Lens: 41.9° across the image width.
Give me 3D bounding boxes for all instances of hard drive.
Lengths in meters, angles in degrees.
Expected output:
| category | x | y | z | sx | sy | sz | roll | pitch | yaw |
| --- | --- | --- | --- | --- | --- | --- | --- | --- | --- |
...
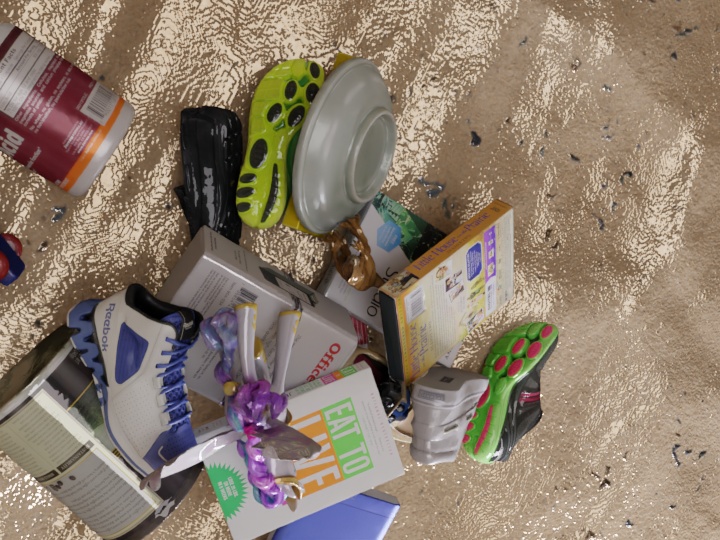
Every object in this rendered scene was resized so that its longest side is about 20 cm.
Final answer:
| category | x | y | z | sx | sy | sz | roll | pitch | yaw |
| --- | --- | --- | --- | --- | --- | --- | --- | --- | --- |
| hard drive | -0.053 | 0.347 | 1.145 | 0.131 | 0.025 | 0.201 | 22 | 103 | -21 |

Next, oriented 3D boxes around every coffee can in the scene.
| category | x | y | z | sx | sy | sz | roll | pitch | yaw |
| --- | --- | --- | --- | --- | --- | --- | --- | --- | --- |
| coffee can | -0.284 | 0.174 | 0.996 | 0.146 | 0.146 | 0.200 | -45 | 109 | -9 |

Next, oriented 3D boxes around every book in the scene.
| category | x | y | z | sx | sy | sz | roll | pitch | yaw |
| --- | --- | --- | --- | --- | --- | --- | --- | --- | --- |
| book | -0.066 | 0.194 | 1.017 | 0.199 | 0.048 | 0.134 | -21 | 108 | -12 |

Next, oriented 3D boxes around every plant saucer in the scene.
| category | x | y | z | sx | sy | sz | roll | pitch | yaw |
| --- | --- | --- | --- | --- | --- | --- | --- | --- | --- |
| plant saucer | -0.004 | -0.131 | 1.041 | 0.050 | 0.200 | 0.201 | 20 | 90 | 22 |

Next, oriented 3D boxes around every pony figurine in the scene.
| category | x | y | z | sx | sy | sz | roll | pitch | yaw |
| --- | --- | --- | --- | --- | --- | --- | --- | --- | --- |
| pony figurine | -0.103 | 0.136 | 0.894 | 0.166 | 0.193 | 0.201 | -9 | 80 | 19 |

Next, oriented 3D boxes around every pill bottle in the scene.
| category | x | y | z | sx | sy | sz | roll | pitch | yaw |
| --- | --- | --- | --- | --- | --- | --- | --- | --- | --- |
| pill bottle | -0.340 | -0.173 | 0.946 | 0.200 | 0.114 | 0.115 | 34 | 85 | -20 |

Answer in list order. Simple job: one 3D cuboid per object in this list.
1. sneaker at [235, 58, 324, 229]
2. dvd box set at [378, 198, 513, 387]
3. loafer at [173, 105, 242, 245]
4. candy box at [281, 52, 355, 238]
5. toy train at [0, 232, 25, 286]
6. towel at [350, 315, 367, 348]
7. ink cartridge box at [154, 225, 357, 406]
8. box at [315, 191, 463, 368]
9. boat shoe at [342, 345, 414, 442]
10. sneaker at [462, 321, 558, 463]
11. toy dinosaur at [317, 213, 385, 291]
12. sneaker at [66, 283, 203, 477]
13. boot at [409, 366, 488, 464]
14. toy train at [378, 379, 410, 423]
| category | x | y | z | sx | sy | sz | roll | pitch | yaw |
| --- | --- | --- | --- | --- | --- | --- | --- | --- | --- |
| sneaker | -0.095 | -0.144 | 1.060 | 0.074 | 0.084 | 0.201 | 18 | 86 | -1 |
| dvd box set | 0.105 | 0.026 | 1.090 | 0.200 | 0.029 | 0.147 | -37 | 138 | -27 |
| loafer | -0.173 | -0.083 | 1.052 | 0.070 | 0.068 | 0.202 | 8 | 106 | 17 |
| candy box | -0.031 | -0.138 | 1.077 | 0.026 | 0.102 | 0.201 | 19 | 91 | 18 |
| toy train | -0.446 | -0.048 | 0.949 | 0.115 | 0.085 | 0.200 | -34 | 108 | 1 |
| towel | -0.056 | 0.126 | 1.140 | 0.143 | 0.023 | 0.201 | -6 | 99 | -20 |
| ink cartridge box | -0.125 | 0.069 | 1.031 | 0.199 | 0.084 | 0.146 | 31 | 105 | -22 |
| box | 0.060 | 0.013 | 1.151 | 0.199 | 0.036 | 0.145 | 30 | 82 | -25 |
| boat shoe | 0.031 | 0.153 | 1.136 | 0.200 | 0.066 | 0.074 | 39 | 72 | -32 |
| sneaker | 0.200 | 0.157 | 1.221 | 0.084 | 0.077 | 0.201 | 29 | 89 | -40 |
| toy dinosaur | 0.000 | 0.000 | 1.061 | 0.060 | 0.200 | 0.107 | -26 | 76 | 15 |
| sneaker | -0.200 | 0.097 | 0.922 | 0.115 | 0.080 | 0.200 | -30 | 84 | 22 |
| boot | 0.101 | 0.174 | 1.130 | 0.073 | 0.200 | 0.096 | 11 | 95 | 22 |
| toy train | 0.006 | 0.199 | 1.110 | 0.046 | 0.034 | 0.200 | 23 | 125 | -16 |
